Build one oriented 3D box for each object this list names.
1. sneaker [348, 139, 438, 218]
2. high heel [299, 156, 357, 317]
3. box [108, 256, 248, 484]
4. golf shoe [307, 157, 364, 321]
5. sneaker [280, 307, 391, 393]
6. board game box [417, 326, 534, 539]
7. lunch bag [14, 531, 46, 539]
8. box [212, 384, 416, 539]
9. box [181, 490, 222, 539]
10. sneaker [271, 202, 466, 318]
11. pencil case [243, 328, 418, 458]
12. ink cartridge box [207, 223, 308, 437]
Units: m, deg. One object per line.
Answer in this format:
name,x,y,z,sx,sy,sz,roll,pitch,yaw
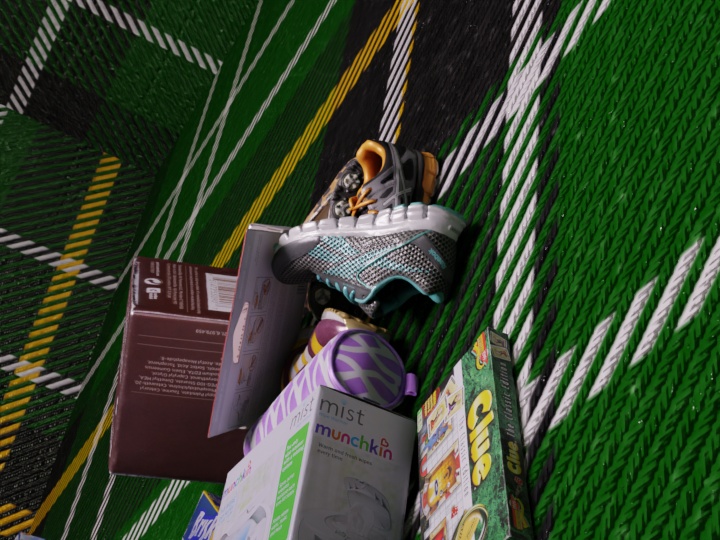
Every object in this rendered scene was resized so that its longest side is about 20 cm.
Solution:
sneaker,0.023,-0.048,1.154,0.078,0.077,0.200,-47,26,42
high heel,-0.035,-0.038,1.325,0.143,0.071,0.200,-44,19,57
box,-0.189,0.112,1.335,0.166,0.164,0.200,-115,34,-67
golf shoe,-0.011,-0.038,1.254,0.088,0.077,0.200,156,137,-76
sneaker,-0.029,0.096,1.122,0.200,0.075,0.090,138,154,-72
board game box,0.075,0.139,0.820,0.105,0.023,0.200,-52,20,31
lunch bag,-0.694,0.634,2.406,0.160,0.076,0.200,-66,17,4
box,-0.047,0.219,0.954,0.200,0.097,0.177,-47,26,49
box,-0.119,0.274,1.141,0.064,0.070,0.200,-66,16,-5
sneaker,0.000,0.000,1.057,0.200,0.078,0.091,-11,68,34
pencil case,-0.031,0.128,1.051,0.200,0.085,0.084,-46,32,46
ink cartridge box,-0.108,0.054,1.146,0.174,0.044,0.200,2,-80,-69
